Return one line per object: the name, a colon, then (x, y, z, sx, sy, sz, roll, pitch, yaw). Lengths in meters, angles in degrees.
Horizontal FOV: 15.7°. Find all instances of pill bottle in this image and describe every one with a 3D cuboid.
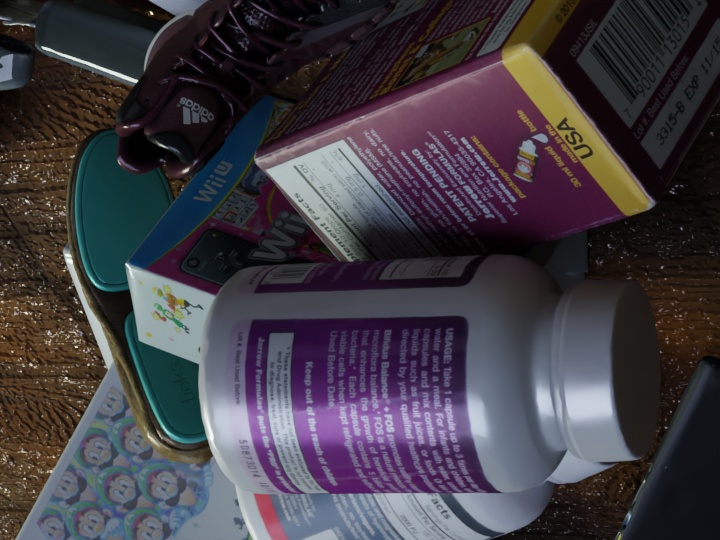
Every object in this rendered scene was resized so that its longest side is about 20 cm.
pill bottle: (0.041, 0.098, 1.448, 0.200, 0.120, 0.120, -24, 115, 28)
pill bottle: (0.035, 0.049, 1.224, 0.200, 0.112, 0.112, -2, 130, 22)

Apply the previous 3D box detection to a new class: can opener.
can opener: (-0.153, -0.121, 1.429, 0.200, 0.053, 0.067, 16, 109, 29)

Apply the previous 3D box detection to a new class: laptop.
laptop: (0.224, 0.129, 1.401, 0.187, 0.116, 0.200, 17, 116, -10)

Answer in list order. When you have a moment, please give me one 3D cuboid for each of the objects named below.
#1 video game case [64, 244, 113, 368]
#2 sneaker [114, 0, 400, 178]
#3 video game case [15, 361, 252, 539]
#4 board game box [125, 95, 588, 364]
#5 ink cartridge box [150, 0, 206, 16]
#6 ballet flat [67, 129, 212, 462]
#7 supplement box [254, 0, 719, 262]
video game case: (-0.072, 0.065, 1.591, 0.200, 0.024, 0.182, 11, 136, 30)
sneaker: (-0.052, -0.102, 1.262, 0.076, 0.116, 0.200, 40, 133, -11)
video game case: (-0.111, 0.174, 1.563, 0.182, 0.200, 0.024, 28, 178, 10)
board game box: (0.000, 0.000, 1.374, 0.200, 0.148, 0.064, 18, 141, 21)
ink cartridge box: (-0.069, -0.192, 1.308, 0.176, 0.045, 0.200, 26, 151, -30)
ballet flat: (-0.124, 0.020, 1.490, 0.072, 0.068, 0.200, 122, 129, -65)
supplement box: (0.067, -0.082, 1.247, 0.200, 0.131, 0.103, -18, 120, 48)
